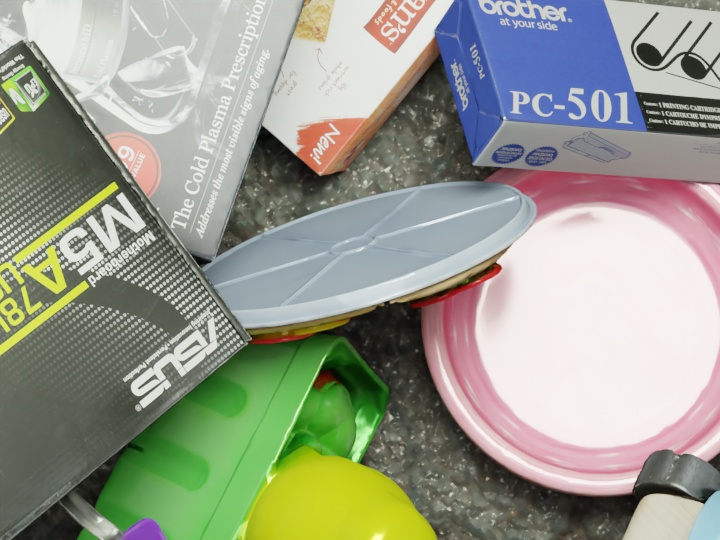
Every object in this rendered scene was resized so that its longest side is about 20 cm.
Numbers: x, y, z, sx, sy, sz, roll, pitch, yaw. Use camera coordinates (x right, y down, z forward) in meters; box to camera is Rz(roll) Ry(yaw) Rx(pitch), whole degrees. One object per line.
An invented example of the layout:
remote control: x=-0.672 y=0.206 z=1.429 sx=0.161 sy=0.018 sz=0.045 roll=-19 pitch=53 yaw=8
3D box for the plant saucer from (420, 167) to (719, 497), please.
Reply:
plant saucer: x=0.134 y=0.029 z=1.603 sx=0.200 sy=0.051 sz=0.201 roll=0 pitch=79 yaw=1

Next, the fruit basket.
fruit basket: x=-0.034 y=0.140 z=1.526 sx=0.215 sy=0.156 sz=0.216 roll=-4 pitch=72 yaw=13

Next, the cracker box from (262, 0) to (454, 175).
cracker box: x=-0.048 y=-0.168 z=1.617 sx=0.200 sy=0.058 sz=0.134 roll=41 pitch=103 yaw=7

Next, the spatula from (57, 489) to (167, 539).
spatula: x=-0.150 y=0.107 z=1.427 sx=0.057 sy=0.021 sz=0.200 roll=-42 pitch=100 yaw=-34

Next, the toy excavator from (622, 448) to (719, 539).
toy excavator: x=0.235 y=0.206 z=1.526 sx=0.199 sy=0.195 sz=0.100 roll=13 pitch=54 yaw=26

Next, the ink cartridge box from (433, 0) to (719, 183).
ink cartridge box: x=0.146 y=-0.100 z=1.575 sx=0.199 sy=0.044 sz=0.094 roll=3 pitch=55 yaw=-26

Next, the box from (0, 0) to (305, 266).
box: x=-0.132 y=-0.125 z=1.518 sx=0.181 sy=0.104 sz=0.201 roll=19 pitch=88 yaw=-5

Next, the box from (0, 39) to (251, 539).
box: x=-0.181 y=0.016 z=1.395 sx=0.200 sy=0.047 sz=0.193 roll=-39 pitch=94 yaw=-35

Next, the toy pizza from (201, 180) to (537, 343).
toy pizza: x=0.000 y=0.000 z=1.524 sx=0.199 sy=0.200 sz=0.032 roll=-17 pitch=105 yaw=-3
